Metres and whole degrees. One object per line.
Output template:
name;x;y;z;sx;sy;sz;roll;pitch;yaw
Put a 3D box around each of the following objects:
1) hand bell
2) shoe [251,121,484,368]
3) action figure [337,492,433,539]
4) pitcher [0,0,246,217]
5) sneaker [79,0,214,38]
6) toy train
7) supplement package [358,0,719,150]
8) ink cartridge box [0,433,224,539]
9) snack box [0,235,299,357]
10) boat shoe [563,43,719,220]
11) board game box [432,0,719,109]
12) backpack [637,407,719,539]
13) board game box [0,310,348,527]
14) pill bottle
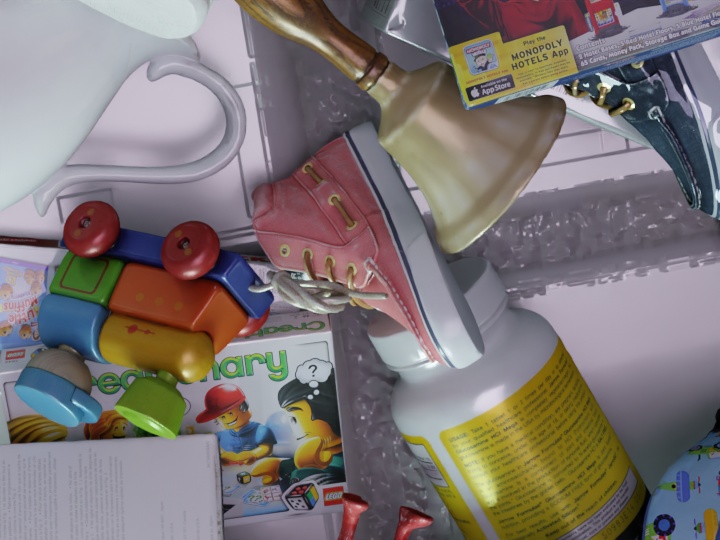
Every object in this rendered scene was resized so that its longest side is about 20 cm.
hand bell;-0.001;-0.109;1.031;0.200;0.104;0.104;37;96;-12
shoe;0.000;0.000;1.116;0.091;0.200;0.072;-28;132;4
action figure;-0.003;0.237;1.123;0.065;0.099;0.201;14;91;-15
pitcher;-0.178;-0.092;1.105;0.200;0.121;0.172;-35;101;-9
sneaker;-0.160;-0.200;1.040;0.199;0.075;0.089;26;60;-4
toy train;-0.093;0.041;1.075;0.116;0.199;0.085;-66;147;-20
supplement package;0.123;-0.174;1.129;0.199;0.111;0.156;22;98;-11
ink cartridge box;-0.178;0.155;1.126;0.199;0.050;0.110;-2;77;-3
snack box;-0.137;0.022;1.183;0.199;0.024;0.072;4;104;-9
boat shoe;0.135;-0.108;1.056;0.091;0.071;0.201;-24;97;-2
board game box;0.116;-0.203;0.985;0.199;0.062;0.201;-17;89;-2
backpack;0.250;0.179;1.171;0.134;0.200;0.184;0;107;36
board game box;-0.110;0.097;1.182;0.199;0.035;0.127;-8;115;-3
pill bottle;0.089;0.097;1.185;0.112;0.112;0.201;-31;105;0
